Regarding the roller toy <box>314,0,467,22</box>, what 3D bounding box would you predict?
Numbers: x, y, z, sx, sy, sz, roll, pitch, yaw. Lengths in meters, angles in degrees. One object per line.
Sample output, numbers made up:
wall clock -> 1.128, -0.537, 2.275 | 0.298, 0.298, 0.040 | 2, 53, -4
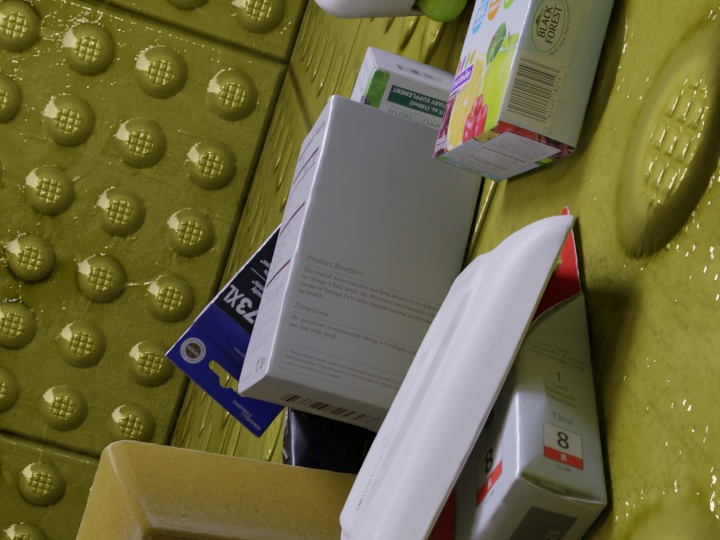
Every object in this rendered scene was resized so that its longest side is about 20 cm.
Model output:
roller toy -> 0.018, -0.306, 1.084 | 0.200, 0.139, 0.183 | -144, 50, -63

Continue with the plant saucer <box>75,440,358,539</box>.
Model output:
plant saucer -> -0.096, 0.220, 0.869 | 0.049, 0.199, 0.201 | -114, 40, -59

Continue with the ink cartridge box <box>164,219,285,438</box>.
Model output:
ink cartridge box -> -0.045, 0.019, 0.968 | 0.200, 0.095, 0.037 | -49, 4, -17

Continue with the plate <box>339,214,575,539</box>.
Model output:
plate -> 0.036, 0.070, 0.650 | 0.201, 0.032, 0.200 | -64, 0, -7

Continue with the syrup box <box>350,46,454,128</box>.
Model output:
syrup box -> 0.013, -0.071, 1.057 | 0.082, 0.078, 0.201 | -100, 28, -68

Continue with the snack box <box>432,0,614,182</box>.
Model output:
snack box -> 0.107, -0.162, 0.765 | 0.142, 0.053, 0.201 | 170, 117, -78

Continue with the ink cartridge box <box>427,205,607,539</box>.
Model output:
ink cartridge box -> 0.061, 0.080, 0.644 | 0.201, 0.050, 0.163 | -90, 19, -48

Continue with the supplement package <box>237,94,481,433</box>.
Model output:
supplement package -> 0.000, 0.000, 0.904 | 0.117, 0.116, 0.201 | 139, 146, -72

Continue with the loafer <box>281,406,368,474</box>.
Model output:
loafer -> -0.033, 0.135, 0.986 | 0.071, 0.073, 0.201 | 115, 168, -46
